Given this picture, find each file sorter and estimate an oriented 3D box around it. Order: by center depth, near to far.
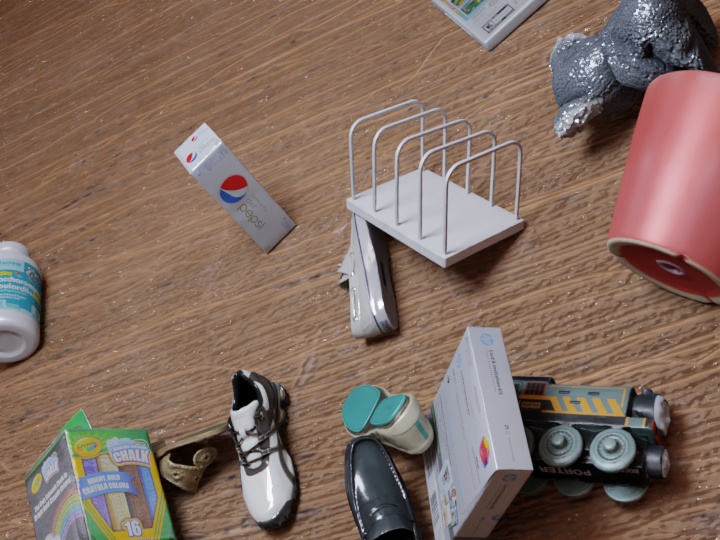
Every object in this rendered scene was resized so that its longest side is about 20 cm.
[{"bbox_3d":[0.091,-0.120,1.163,0.137,0.127,0.199,-23,37,-30],"label":"file sorter"}]

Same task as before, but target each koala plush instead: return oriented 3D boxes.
[{"bbox_3d":[0.315,-0.253,1.123,0.198,0.183,0.181,-22,47,35],"label":"koala plush"}]

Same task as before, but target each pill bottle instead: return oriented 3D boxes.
[{"bbox_3d":[-0.598,0.046,1.567,0.109,0.111,0.203,-29,48,14],"label":"pill bottle"}]

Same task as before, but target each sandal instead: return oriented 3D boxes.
[{"bbox_3d":[-0.234,0.254,1.214,0.209,0.077,0.071,-20,86,35],"label":"sandal"}]

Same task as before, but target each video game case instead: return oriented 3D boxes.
[{"bbox_3d":[0.223,-0.444,1.411,0.199,0.024,0.183,-41,45,5],"label":"video game case"}]

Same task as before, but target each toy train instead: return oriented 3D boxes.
[{"bbox_3d":[0.218,0.166,0.945,0.196,0.086,0.115,-3,48,33],"label":"toy train"}]

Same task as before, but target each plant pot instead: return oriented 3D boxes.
[{"bbox_3d":[0.354,-0.077,0.955,0.198,0.200,0.180,22,81,42],"label":"plant pot"}]

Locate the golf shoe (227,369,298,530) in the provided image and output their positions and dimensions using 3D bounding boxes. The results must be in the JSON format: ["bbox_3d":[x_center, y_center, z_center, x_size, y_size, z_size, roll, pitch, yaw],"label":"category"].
[{"bbox_3d":[-0.132,0.216,1.139,0.077,0.095,0.203,-25,50,15],"label":"golf shoe"}]

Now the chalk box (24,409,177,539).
[{"bbox_3d":[-0.333,0.278,1.164,0.124,0.122,0.203,-43,55,31],"label":"chalk box"}]

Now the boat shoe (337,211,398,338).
[{"bbox_3d":[0.000,0.000,1.221,0.069,0.071,0.204,-21,56,17],"label":"boat shoe"}]

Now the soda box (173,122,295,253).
[{"bbox_3d":[-0.177,-0.115,1.328,0.064,0.200,0.068,-42,46,-3],"label":"soda box"}]

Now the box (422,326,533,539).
[{"bbox_3d":[0.110,0.180,0.939,0.040,0.202,0.158,2,49,-11],"label":"box"}]

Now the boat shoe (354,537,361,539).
[{"bbox_3d":[-0.054,0.373,0.994,0.199,0.072,0.077,-38,57,6],"label":"boat shoe"}]

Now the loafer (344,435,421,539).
[{"bbox_3d":[0.031,0.267,0.964,0.067,0.071,0.204,-13,69,-11],"label":"loafer"}]

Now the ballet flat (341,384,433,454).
[{"bbox_3d":[0.032,0.175,1.059,0.070,0.069,0.200,-54,12,-11],"label":"ballet flat"}]
